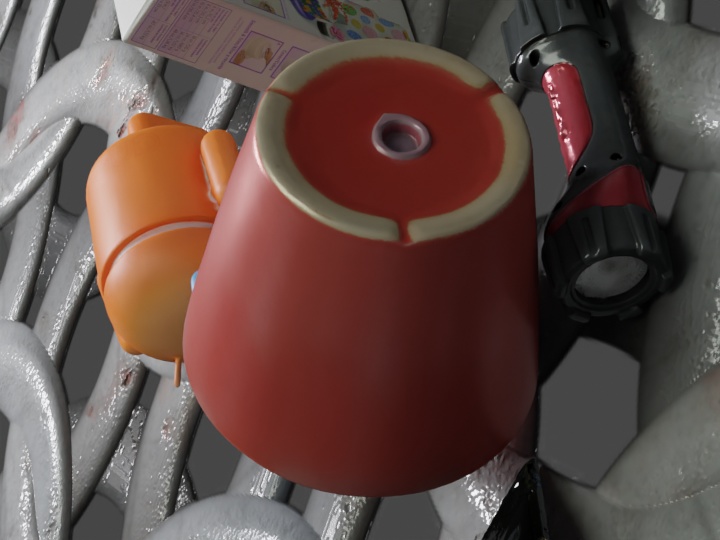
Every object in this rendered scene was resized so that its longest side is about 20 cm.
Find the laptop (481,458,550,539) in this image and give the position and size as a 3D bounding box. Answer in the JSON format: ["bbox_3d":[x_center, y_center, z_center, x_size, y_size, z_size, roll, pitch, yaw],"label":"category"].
[{"bbox_3d":[0.094,0.227,1.118,0.178,0.103,0.200,-62,7,16],"label":"laptop"}]

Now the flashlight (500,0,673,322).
[{"bbox_3d":[0.117,-0.068,1.177,0.068,0.067,0.201,-49,39,38],"label":"flashlight"}]

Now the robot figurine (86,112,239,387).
[{"bbox_3d":[-0.127,-0.018,1.492,0.143,0.117,0.201,-23,47,8],"label":"robot figurine"}]

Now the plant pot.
[{"bbox_3d":[0.009,-0.011,1.139,0.178,0.199,0.201,99,164,-48],"label":"plant pot"}]

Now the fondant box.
[{"bbox_3d":[-0.065,-0.180,1.390,0.058,0.199,0.145,-52,37,32],"label":"fondant box"}]

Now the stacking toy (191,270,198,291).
[{"bbox_3d":[0.000,0.000,1.311,0.200,0.116,0.110,-41,44,24],"label":"stacking toy"}]
